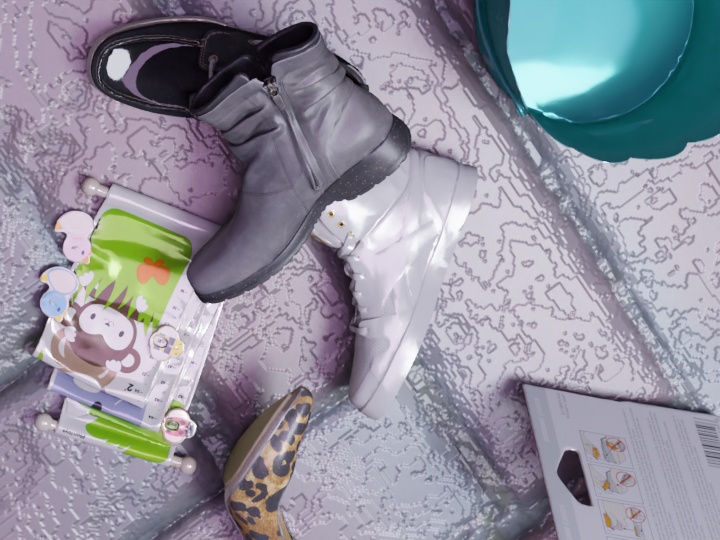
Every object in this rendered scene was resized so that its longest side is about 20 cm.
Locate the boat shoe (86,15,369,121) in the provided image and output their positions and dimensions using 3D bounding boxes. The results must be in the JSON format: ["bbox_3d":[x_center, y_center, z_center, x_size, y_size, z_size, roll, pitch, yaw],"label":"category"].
[{"bbox_3d":[-0.092,-0.138,1.326,0.199,0.068,0.072,7,102,-12],"label":"boat shoe"}]

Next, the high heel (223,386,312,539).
[{"bbox_3d":[-0.040,0.187,1.397,0.142,0.071,0.200,26,112,-9],"label":"high heel"}]

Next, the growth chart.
[{"bbox_3d":[-0.168,0.041,1.372,0.144,0.018,0.201,13,97,-15],"label":"growth chart"}]

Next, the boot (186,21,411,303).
[{"bbox_3d":[-0.076,-0.077,1.298,0.200,0.070,0.132,-42,124,10],"label":"boot"}]

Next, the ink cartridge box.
[{"bbox_3d":[0.209,0.175,1.388,0.173,0.200,0.044,9,126,-13],"label":"ink cartridge box"}]

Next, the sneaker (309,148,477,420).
[{"bbox_3d":[0.000,0.000,1.375,0.115,0.074,0.201,19,88,-13],"label":"sneaker"}]

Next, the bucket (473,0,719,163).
[{"bbox_3d":[0.181,-0.182,1.336,0.206,0.135,0.208,-3,102,-12],"label":"bucket"}]
